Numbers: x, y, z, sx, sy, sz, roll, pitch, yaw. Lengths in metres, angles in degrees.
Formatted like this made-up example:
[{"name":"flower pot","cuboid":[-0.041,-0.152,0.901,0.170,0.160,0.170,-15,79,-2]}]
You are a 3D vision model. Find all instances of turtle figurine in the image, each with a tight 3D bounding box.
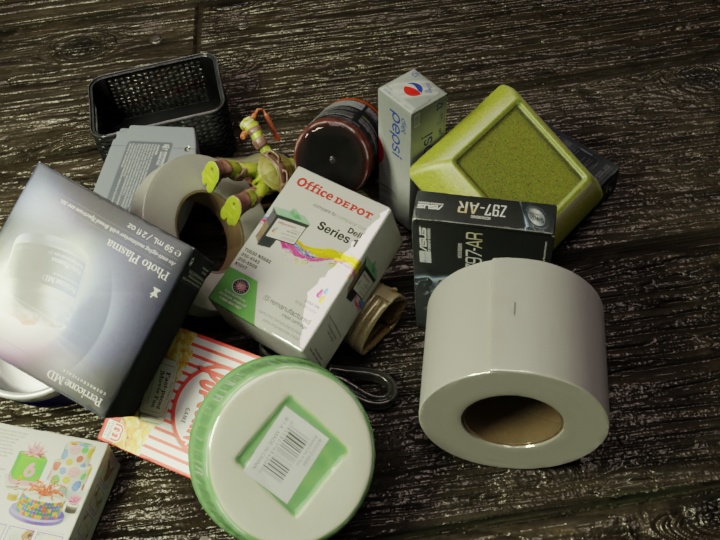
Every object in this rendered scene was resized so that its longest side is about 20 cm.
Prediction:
[{"name":"turtle figurine","cuboid":[-0.119,-0.112,1.160,0.064,0.204,0.160,-19,6,42]}]

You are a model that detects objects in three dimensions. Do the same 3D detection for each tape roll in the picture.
[{"name":"tape roll","cuboid":[-0.197,-0.044,1.128,0.037,0.202,0.206,-18,40,42]},{"name":"tape roll","cuboid":[0.164,0.104,0.961,0.197,0.205,0.141,3,51,8]}]

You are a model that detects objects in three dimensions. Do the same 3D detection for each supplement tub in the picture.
[{"name":"supplement tub","cuboid":[-0.020,-0.173,1.218,0.104,0.109,0.200,5,22,9]}]

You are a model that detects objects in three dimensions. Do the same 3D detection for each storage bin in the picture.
[{"name":"storage bin","cuboid":[-0.294,-0.228,1.331,0.195,0.095,0.137,-14,52,-4]}]

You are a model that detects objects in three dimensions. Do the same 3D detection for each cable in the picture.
[{"name":"cable","cuboid":[-0.054,0.130,1.074,0.195,0.051,0.099,4,47,-4]}]

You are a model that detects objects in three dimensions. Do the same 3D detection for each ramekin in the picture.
[{"name":"ramekin","cuboid":[-0.078,0.189,0.924,0.195,0.098,0.205,2,82,-13]}]

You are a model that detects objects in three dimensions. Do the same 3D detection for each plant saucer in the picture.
[{"name":"plant saucer","cuboid":[0.193,-0.117,1.117,0.199,0.048,0.200,-42,87,-22]}]

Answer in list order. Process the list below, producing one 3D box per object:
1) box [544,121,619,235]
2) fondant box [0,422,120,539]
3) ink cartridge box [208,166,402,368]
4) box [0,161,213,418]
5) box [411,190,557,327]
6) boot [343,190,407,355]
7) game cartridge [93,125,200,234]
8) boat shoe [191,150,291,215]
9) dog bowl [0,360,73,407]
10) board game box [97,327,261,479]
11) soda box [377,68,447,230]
[{"name":"box","cuboid":[0.228,-0.107,1.210,0.157,0.052,0.199,37,64,27]},{"name":"fondant box","cuboid":[-0.367,0.278,0.973,0.141,0.059,0.203,7,55,11]},{"name":"ink cartridge box","cuboid":[-0.062,-0.003,1.061,0.143,0.084,0.202,25,71,23]},{"name":"box","cuboid":[-0.297,0.026,0.975,0.197,0.123,0.201,27,84,4]},{"name":"box","cuboid":[0.141,-0.001,1.043,0.156,0.202,0.044,7,51,11]},{"name":"boot","cuboid":[0.000,0.000,1.137,0.153,0.073,0.201,26,61,24]},{"name":"game cartridge","cuboid":[-0.282,-0.108,1.180,0.130,0.041,0.203,2,54,11]},{"name":"boat shoe","cuboid":[-0.183,-0.110,1.242,0.195,0.076,0.075,-14,55,-4]},{"name":"dog bowl","cuboid":[-0.385,0.061,1.088,0.195,0.079,0.205,-2,73,5]},{"name":"board game box","cuboid":[-0.183,0.156,1.023,0.196,0.046,0.155,16,78,18]},{"name":"soda box","cuboid":[0.066,-0.154,1.166,0.063,0.202,0.068,-32,55,-24]}]
